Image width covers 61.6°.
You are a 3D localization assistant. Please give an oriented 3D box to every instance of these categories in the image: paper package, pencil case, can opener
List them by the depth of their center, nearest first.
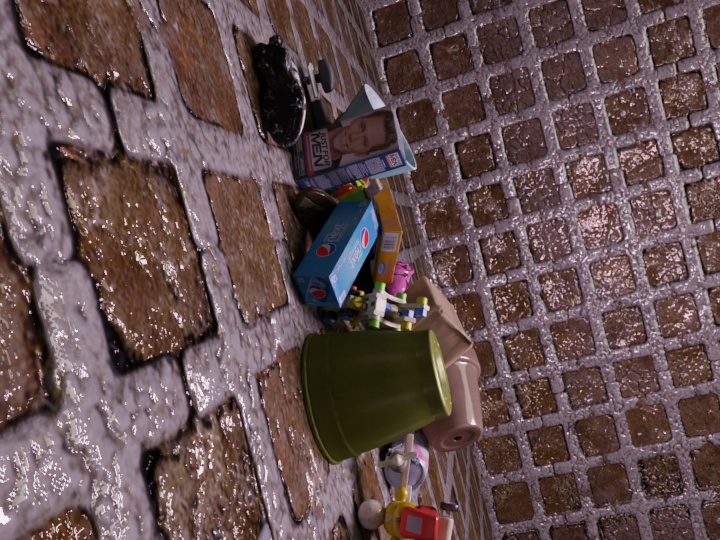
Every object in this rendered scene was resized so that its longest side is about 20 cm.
[{"bbox_3d":[0.088,0.130,1.114,0.104,0.200,0.191,45,11,-14],"label":"paper package"},{"bbox_3d":[0.099,0.378,1.271,0.090,0.084,0.200,33,14,3],"label":"pencil case"},{"bbox_3d":[-0.081,-0.364,1.341,0.053,0.065,0.204,-44,124,-75],"label":"can opener"},{"bbox_3d":[0.078,0.076,1.379,0.093,0.090,0.204,-16,118,-44],"label":"pencil case"}]

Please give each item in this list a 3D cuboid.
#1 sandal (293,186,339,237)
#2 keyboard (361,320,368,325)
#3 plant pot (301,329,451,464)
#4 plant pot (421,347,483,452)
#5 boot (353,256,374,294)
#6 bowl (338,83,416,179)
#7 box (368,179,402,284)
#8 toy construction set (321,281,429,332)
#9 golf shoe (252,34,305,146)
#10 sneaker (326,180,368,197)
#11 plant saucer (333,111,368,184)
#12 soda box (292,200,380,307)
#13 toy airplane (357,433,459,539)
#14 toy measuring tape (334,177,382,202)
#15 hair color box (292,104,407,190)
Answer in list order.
[{"bbox_3d":[-0.070,-0.103,1.095,0.055,0.081,0.200,57,8,29],"label":"sandal"},{"bbox_3d":[0.037,0.183,1.252,0.126,0.020,0.202,34,34,-36],"label":"keyboard"},{"bbox_3d":[0.035,0.175,0.924,0.200,0.190,0.204,-14,90,-79],"label":"plant pot"},{"bbox_3d":[0.182,0.278,1.282,0.201,0.197,0.176,62,8,-49],"label":"plant pot"},{"bbox_3d":[0.002,-0.001,1.257,0.158,0.078,0.215,49,29,-66],"label":"boot"},{"bbox_3d":[0.023,-0.273,1.263,0.201,0.104,0.202,51,20,-27],"label":"bowl"},{"bbox_3d":[0.038,-0.083,1.155,0.201,0.041,0.121,-103,-162,-51],"label":"box"},{"bbox_3d":[0.010,0.076,1.023,0.129,0.199,0.094,16,60,-30],"label":"toy construction set"},{"bbox_3d":[-0.122,-0.290,1.012,0.094,0.076,0.204,45,34,-69],"label":"golf shoe"},{"bbox_3d":[-0.054,-0.189,1.243,0.201,0.083,0.074,54,37,-18],"label":"sneaker"},{"bbox_3d":[-0.029,-0.255,1.363,0.200,0.032,0.204,-27,121,-58],"label":"plant saucer"},{"bbox_3d":[-0.034,-0.032,0.990,0.201,0.067,0.065,-62,144,-44],"label":"soda box"},{"bbox_3d":[0.058,0.399,0.981,0.201,0.139,0.201,-101,-151,-59],"label":"toy airplane"},{"bbox_3d":[-0.013,-0.131,1.133,0.200,0.072,0.075,165,-89,-77],"label":"toy measuring tape"},{"bbox_3d":[-0.023,-0.217,1.093,0.061,0.197,0.102,52,26,-62],"label":"hair color box"}]
